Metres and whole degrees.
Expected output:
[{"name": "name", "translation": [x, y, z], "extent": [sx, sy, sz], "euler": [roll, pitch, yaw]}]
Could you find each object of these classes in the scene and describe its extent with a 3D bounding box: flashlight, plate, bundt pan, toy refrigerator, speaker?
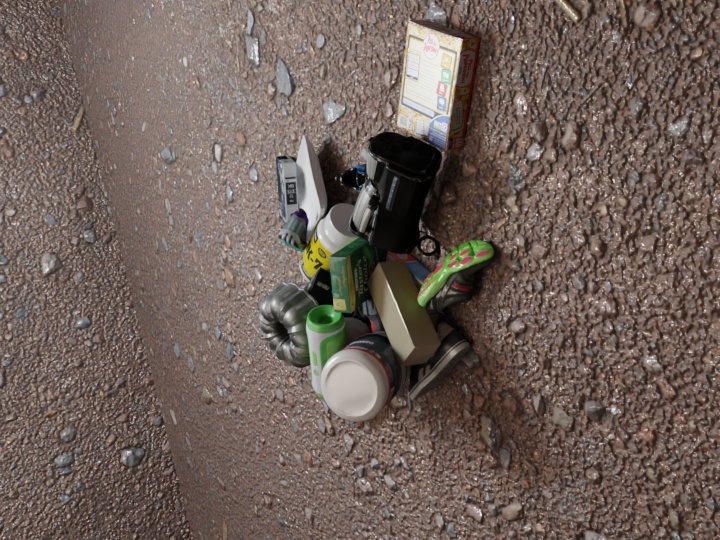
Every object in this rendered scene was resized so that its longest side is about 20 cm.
[{"name": "flashlight", "translation": [0.038, 0.152, 1.605], "extent": [0.068, 0.067, 0.203], "euler": [-148, 48, -78]}, {"name": "plate", "translation": [-0.116, -0.185, 1.746], "extent": [0.200, 0.032, 0.202], "euler": [117, 142, -63]}, {"name": "bundt pan", "translation": [-0.157, 0.131, 1.652], "extent": [0.201, 0.075, 0.204], "euler": [29, 134, 35]}, {"name": "toy refrigerator", "translation": [0.086, 0.084, 1.476], "extent": [0.076, 0.069, 0.202], "euler": [-60, 43, 47]}, {"name": "speaker", "translation": [-0.068, 0.175, 1.560], "extent": [0.088, 0.088, 0.202], "euler": [36, 139, 43]}]

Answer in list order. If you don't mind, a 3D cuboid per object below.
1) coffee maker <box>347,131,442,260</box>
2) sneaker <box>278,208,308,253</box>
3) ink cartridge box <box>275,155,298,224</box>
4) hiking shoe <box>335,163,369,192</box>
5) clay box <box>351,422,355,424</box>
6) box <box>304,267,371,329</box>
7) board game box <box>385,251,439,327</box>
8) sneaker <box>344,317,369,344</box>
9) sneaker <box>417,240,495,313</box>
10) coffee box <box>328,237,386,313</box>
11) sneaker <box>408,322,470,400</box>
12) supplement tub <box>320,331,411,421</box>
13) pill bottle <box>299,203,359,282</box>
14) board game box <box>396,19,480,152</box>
[{"name": "coffee maker", "translation": [0.087, -0.143, 1.405], "extent": [0.201, 0.190, 0.136], "euler": [108, 169, -46]}, {"name": "sneaker", "translation": [-0.145, -0.096, 1.763], "extent": [0.088, 0.074, 0.200], "euler": [-63, 3, -4]}, {"name": "ink cartridge box", "translation": [-0.183, -0.183, 1.866], "extent": [0.099, 0.039, 0.203], "euler": [-135, 39, -66]}, {"name": "hiking shoe", "translation": [0.036, -0.184, 1.521], "extent": [0.199, 0.086, 0.075], "euler": [6, 108, 55]}, {"name": "clay box", "translation": [0.006, 0.282, 1.793], "extent": [0.116, 0.047, 0.200], "euler": [61, 145, 20]}, {"name": "box", "translation": [-0.073, 0.106, 1.727], "extent": [0.163, 0.087, 0.200], "euler": [29, 143, -10]}, {"name": "board game box", "translation": [0.102, 0.077, 1.573], "extent": [0.153, 0.040, 0.202], "euler": [42, 135, 39]}, {"name": "sneaker", "translation": [-0.011, 0.184, 1.636], "extent": [0.077, 0.100, 0.201], "euler": [-12, 136, 22]}, {"name": "sneaker", "translation": [0.192, 0.014, 1.401], "extent": [0.083, 0.077, 0.200], "euler": [33, 134, -15]}, {"name": "coffee box", "translation": [0.000, 0.000, 1.554], "extent": [0.043, 0.200, 0.125], "euler": [4, 109, 25]}, {"name": "sneaker", "translation": [0.148, 0.185, 1.518], "extent": [0.080, 0.078, 0.201], "euler": [52, 130, 22]}, {"name": "supplement tub", "translation": [0.017, 0.206, 1.479], "extent": [0.139, 0.200, 0.142], "euler": [4, 101, 20]}, {"name": "pill bottle", "translation": [-0.060, -0.056, 1.694], "extent": [0.115, 0.113, 0.200], "euler": [59, 144, 21]}, {"name": "board game box", "translation": [0.137, -0.338, 1.346], "extent": [0.151, 0.046, 0.202], "euler": [38, 132, 43]}]
